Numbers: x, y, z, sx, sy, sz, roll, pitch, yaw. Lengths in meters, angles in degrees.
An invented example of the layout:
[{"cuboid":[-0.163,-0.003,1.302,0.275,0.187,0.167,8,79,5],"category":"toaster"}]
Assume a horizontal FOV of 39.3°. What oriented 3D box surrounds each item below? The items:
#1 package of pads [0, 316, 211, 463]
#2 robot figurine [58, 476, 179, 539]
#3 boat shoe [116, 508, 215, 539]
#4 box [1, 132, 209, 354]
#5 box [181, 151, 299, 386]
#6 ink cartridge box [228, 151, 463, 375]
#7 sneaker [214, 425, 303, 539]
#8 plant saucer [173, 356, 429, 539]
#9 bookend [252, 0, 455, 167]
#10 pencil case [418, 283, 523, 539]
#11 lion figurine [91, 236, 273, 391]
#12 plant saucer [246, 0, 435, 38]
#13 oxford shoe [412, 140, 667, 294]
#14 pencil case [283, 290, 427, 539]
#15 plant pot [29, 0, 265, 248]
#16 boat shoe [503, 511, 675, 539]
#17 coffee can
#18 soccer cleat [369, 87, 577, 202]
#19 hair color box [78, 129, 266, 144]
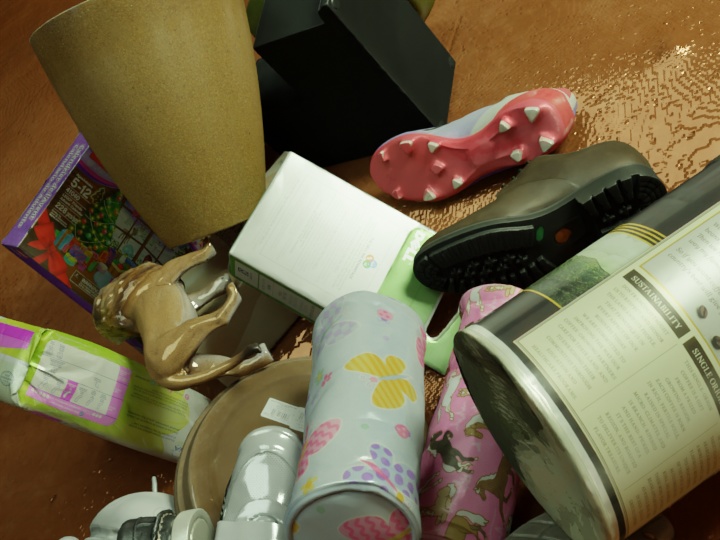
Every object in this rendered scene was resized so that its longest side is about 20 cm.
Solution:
[{"cuboid":[-0.242,0.101,0.872,0.153,0.199,0.069,8,73,42],"category":"package of pads"},{"cuboid":[-0.169,0.253,0.748,0.167,0.113,0.202,14,63,16],"category":"robot figurine"},{"cuboid":[-0.121,0.260,0.667,0.059,0.204,0.074,-7,5,13],"category":"boat shoe"},{"cuboid":[-0.222,-0.021,0.961,0.039,0.200,0.138,9,62,45],"category":"box"},{"cuboid":[-0.092,-0.001,0.929,0.201,0.078,0.095,-50,41,-7],"category":"box"},{"cuboid":[0.000,0.000,0.832,0.198,0.059,0.105,29,71,4],"category":"ink cartridge box"},{"cuboid":[-0.062,0.193,0.616,0.074,0.115,0.203,2,75,5],"category":"sneaker"},{"cuboid":[-0.042,0.143,0.735,0.196,0.030,0.202,-3,52,4],"category":"plant saucer"},{"cuboid":[-0.044,-0.196,0.958,0.198,0.198,0.093,-10,57,35],"category":"bookend"},{"cuboid":[0.082,0.108,0.685,0.086,0.082,0.202,-15,47,48],"category":"pencil case"},{"cuboid":[-0.152,0.045,0.813,0.121,0.073,0.200,-29,29,-7],"category":"lion figurine"},{"cuboid":[-0.016,-0.253,1.012,0.198,0.199,0.032,-19,72,27],"category":"plant saucer"},{"cuboid":[0.132,-0.041,0.788,0.197,0.073,0.085,-21,41,8],"category":"oxford shoe"},{"cuboid":[-0.001,0.101,0.655,0.201,0.082,0.091,-85,19,-57],"category":"pencil case"},{"cuboid":[-0.156,-0.130,0.866,0.184,0.203,0.186,-21,8,3],"category":"plant pot"},{"cuboid":[0.102,0.208,0.595,0.198,0.074,0.074,-28,29,-13],"category":"boat shoe"},{"cuboid":[0.173,0.044,0.578,0.198,0.148,0.146,-32,39,-10],"category":"coffee can"},{"cuboid":[0.098,-0.111,0.889,0.198,0.067,0.076,-16,16,37],"category":"soccer cleat"},{"cuboid":[-0.182,-0.149,1.052,0.108,0.066,0.199,-9,7,34],"category":"hair color box"}]
